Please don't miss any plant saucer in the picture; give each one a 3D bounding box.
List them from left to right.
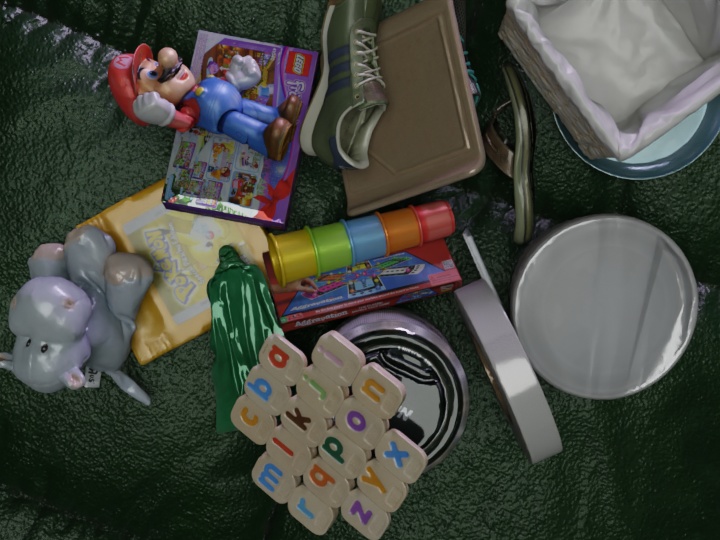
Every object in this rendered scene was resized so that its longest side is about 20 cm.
[{"bbox_3d":[0.310,-0.202,1.132,0.199,0.027,0.201,0,94,0],"label":"plant saucer"}]

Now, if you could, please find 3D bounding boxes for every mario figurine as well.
[{"bbox_3d":[-0.161,-0.185,1.039,0.199,0.123,0.106,17,92,-1],"label":"mario figurine"}]

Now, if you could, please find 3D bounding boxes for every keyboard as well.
[{"bbox_3d":[0.158,0.047,1.136,0.011,0.056,0.201,-23,93,6],"label":"keyboard"}]

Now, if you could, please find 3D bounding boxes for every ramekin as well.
[{"bbox_3d":[0.255,0.033,1.105,0.202,0.094,0.203,-1,101,-4],"label":"ramekin"}]

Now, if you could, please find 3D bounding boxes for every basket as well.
[{"bbox_3d":[0.273,-0.243,1.037,0.200,0.161,0.198,-37,93,4],"label":"basket"}]

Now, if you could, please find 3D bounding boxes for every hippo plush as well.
[{"bbox_3d":[-0.324,0.060,1.075,0.159,0.161,0.201,14,109,18],"label":"hippo plush"}]

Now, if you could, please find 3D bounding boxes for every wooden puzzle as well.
[{"bbox_3d":[0.044,-0.173,1.076,0.185,0.037,0.201,-16,78,40],"label":"wooden puzzle"}]

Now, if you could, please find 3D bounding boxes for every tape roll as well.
[{"bbox_3d":[0.154,0.105,1.069,0.037,0.203,0.203,-25,93,1],"label":"tape roll"}]

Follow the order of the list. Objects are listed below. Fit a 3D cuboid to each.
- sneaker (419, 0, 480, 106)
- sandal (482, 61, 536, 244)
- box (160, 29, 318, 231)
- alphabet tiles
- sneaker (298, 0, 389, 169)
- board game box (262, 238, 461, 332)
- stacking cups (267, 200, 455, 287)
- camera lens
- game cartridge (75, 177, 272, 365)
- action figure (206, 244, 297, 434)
[{"bbox_3d":[0.097,-0.209,1.095,0.091,0.077,0.201,17,103,44],"label":"sneaker"},{"bbox_3d":[0.163,-0.129,1.117,0.057,0.080,0.202,-1,95,15],"label":"sandal"},{"bbox_3d":[-0.130,-0.154,1.112,0.136,0.039,0.201,11,80,0],"label":"box"},{"bbox_3d":[-0.033,0.159,0.975,0.195,0.015,0.200,36,120,16],"label":"alphabet tiles"},{"bbox_3d":[0.001,-0.197,1.046,0.090,0.067,0.201,35,118,39],"label":"sneaker"},{"bbox_3d":[0.000,0.000,1.107,0.199,0.019,0.103,-14,50,-8],"label":"board game box"},{"bbox_3d":[0.002,-0.037,1.090,0.199,0.060,0.061,-17,94,-14],"label":"stacking cups"},{"bbox_3d":[0.029,0.123,1.072,0.159,0.200,0.161,0,94,1],"label":"camera lens"},{"bbox_3d":[-0.203,-0.015,1.150,0.200,0.032,0.177,-29,93,1],"label":"game cartridge"},{"bbox_3d":[-0.123,0.069,1.114,0.118,0.055,0.201,-14,90,8],"label":"action figure"}]
